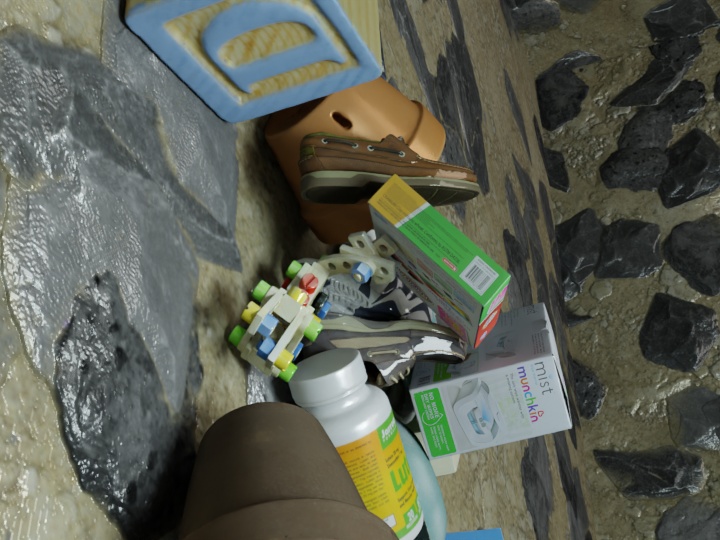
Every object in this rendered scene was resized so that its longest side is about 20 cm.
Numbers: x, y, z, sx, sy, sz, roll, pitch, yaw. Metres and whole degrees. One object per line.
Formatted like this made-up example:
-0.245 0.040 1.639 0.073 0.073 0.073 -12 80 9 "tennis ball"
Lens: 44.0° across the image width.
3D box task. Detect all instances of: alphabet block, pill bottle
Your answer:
-0.098 -0.299 0.878 0.196 0.191 0.204 44 37 -59 "alphabet block"
-0.010 0.191 0.944 0.111 0.109 0.204 -47 122 -66 "pill bottle"

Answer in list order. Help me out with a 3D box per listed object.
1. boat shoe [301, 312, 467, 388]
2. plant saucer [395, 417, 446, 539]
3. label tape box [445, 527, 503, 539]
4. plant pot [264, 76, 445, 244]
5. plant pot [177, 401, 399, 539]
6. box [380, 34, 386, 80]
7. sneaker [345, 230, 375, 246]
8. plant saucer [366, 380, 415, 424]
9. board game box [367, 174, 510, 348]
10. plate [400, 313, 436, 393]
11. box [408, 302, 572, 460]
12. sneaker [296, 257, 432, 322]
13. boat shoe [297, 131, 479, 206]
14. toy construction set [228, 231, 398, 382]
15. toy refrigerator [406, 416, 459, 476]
0.025 0.098 1.015 0.075 0.195 0.075 113 -20 -69 "boat shoe"
0.066 0.258 1.081 0.201 0.038 0.205 161 -89 -82 "plant saucer"
0.137 0.444 1.150 0.063 0.141 0.204 -46 121 -63 "label tape box"
-0.018 -0.153 1.037 0.140 0.198 0.202 48 32 -25 "plant pot"
-0.067 0.205 0.707 0.176 0.197 0.202 -105 168 -49 "plant pot"
-0.048 -0.353 1.166 0.148 0.105 0.205 27 54 -65 "box"
0.037 -0.050 1.223 0.076 0.081 0.200 40 12 6 "sneaker"
0.025 0.104 1.179 0.200 0.049 0.205 -13 91 -70 "plant saucer"
0.080 -0.003 0.927 0.153 0.040 0.200 43 -8 14 "board game box"
0.069 0.091 1.199 0.200 0.025 0.205 -12 91 -70 "plate"
0.160 0.128 1.098 0.200 0.173 0.099 -63 136 -73 "box"
0.000 0.000 1.069 0.196 0.080 0.132 18 47 -23 "sneaker"
0.032 -0.109 0.925 0.072 0.195 0.070 140 -50 -65 "boat shoe"
-0.053 0.028 0.878 0.092 0.132 0.199 44 53 11 "toy construction set"
0.101 0.218 1.252 0.200 0.074 0.072 -42 117 -74 "toy refrigerator"
